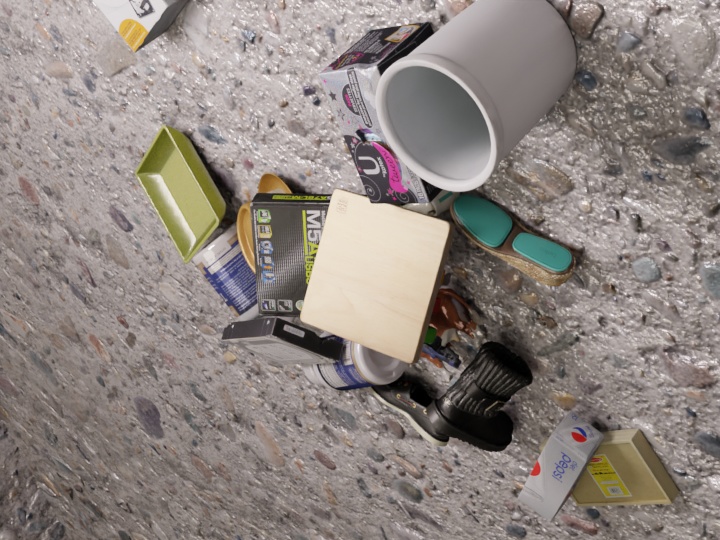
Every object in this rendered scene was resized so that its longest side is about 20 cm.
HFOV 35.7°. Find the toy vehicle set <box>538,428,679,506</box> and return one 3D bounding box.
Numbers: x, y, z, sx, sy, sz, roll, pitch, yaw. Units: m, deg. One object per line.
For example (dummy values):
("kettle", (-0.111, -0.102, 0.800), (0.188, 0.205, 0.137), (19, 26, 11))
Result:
("toy vehicle set", (0.383, 0.310, 1.742), (0.199, 0.026, 0.125), (-17, 111, 53))

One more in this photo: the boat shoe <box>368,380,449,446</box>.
("boat shoe", (0.088, 0.223, 1.951), (0.200, 0.073, 0.064), (36, 110, 32))

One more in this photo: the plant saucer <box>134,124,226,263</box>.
("plant saucer", (-0.314, -0.140, 2.006), (0.202, 0.047, 0.200), (60, 147, 6))

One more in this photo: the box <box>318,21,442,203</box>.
("box", (0.050, -0.207, 1.496), (0.114, 0.132, 0.202), (2, 126, 44))

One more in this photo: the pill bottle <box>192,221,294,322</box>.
("pill bottle", (-0.202, 0.023, 2.016), (0.201, 0.111, 0.111), (52, 145, -8))

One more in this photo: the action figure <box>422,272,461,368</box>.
("action figure", (0.090, 0.053, 1.702), (0.198, 0.105, 0.195), (32, 137, 10))

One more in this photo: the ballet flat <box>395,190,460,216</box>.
("ballet flat", (0.066, -0.092, 1.653), (0.199, 0.069, 0.070), (-16, 112, 53))

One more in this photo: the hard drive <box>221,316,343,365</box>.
("hard drive", (-0.136, 0.123, 1.904), (0.138, 0.038, 0.199), (24, 164, -28))

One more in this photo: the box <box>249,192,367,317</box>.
("box", (-0.073, -0.022, 1.773), (0.190, 0.048, 0.203), (3, 116, 9))

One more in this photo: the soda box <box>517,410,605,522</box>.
("soda box", (0.310, 0.307, 1.739), (0.068, 0.063, 0.201), (35, 144, 17))

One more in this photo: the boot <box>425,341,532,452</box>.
("boot", (0.216, 0.202, 1.766), (0.158, 0.210, 0.080), (-49, 52, 16))

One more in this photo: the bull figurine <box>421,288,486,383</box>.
("bull figurine", (0.124, 0.104, 1.786), (0.121, 0.065, 0.201), (40, 146, 5))

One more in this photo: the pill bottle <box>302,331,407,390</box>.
("pill bottle", (-0.015, 0.150, 1.941), (0.199, 0.111, 0.112), (-16, 112, 53))

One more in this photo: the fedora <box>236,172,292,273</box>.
("fedora", (-0.153, -0.058, 1.858), (0.200, 0.081, 0.203), (43, 142, 47))

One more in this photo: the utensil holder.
("utensil holder", (0.141, -0.219, 1.325), (0.168, 0.200, 0.172), (27, 141, 25))

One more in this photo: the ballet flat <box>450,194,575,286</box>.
("ballet flat", (0.208, -0.035, 1.559), (0.199, 0.071, 0.066), (35, 159, 23))

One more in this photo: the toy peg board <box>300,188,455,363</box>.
("toy peg board", (0.039, 0.007, 1.615), (0.198, 0.097, 0.202), (18, 96, 29))

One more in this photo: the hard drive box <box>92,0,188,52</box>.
("hard drive box", (-0.364, -0.467, 1.736), (0.201, 0.077, 0.155), (51, 145, -5))
